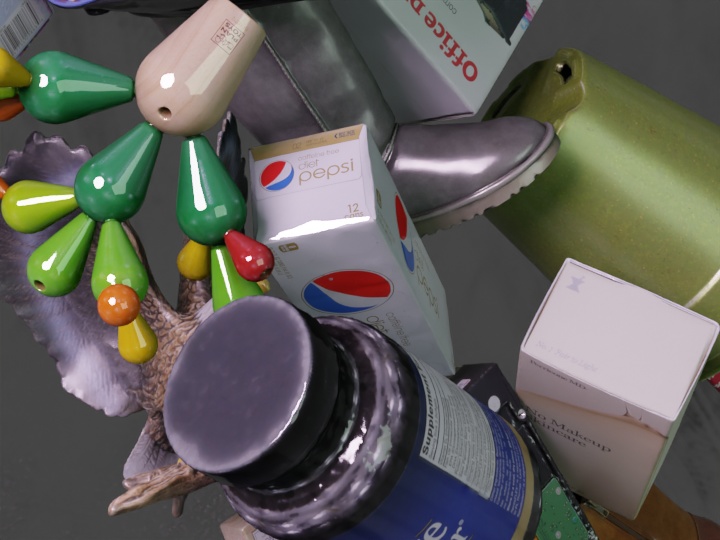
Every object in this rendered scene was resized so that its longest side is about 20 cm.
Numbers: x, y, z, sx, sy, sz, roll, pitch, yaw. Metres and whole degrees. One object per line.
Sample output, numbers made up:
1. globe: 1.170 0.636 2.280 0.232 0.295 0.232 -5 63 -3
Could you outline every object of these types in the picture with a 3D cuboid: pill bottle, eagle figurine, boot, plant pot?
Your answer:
1. pill bottle: -0.001 0.090 0.650 0.200 0.112 0.112 36 69 -46
2. eagle figurine: -0.102 0.023 0.724 0.200 0.151 0.152 64 7 15
3. boot: 0.218 0.255 0.990 0.200 0.068 0.189 36 70 -32
4. boot: -0.001 -0.113 0.772 0.182 0.073 0.200 -24 110 12
5. plant pot: 0.176 -0.051 0.897 0.190 0.200 0.200 33 71 -19

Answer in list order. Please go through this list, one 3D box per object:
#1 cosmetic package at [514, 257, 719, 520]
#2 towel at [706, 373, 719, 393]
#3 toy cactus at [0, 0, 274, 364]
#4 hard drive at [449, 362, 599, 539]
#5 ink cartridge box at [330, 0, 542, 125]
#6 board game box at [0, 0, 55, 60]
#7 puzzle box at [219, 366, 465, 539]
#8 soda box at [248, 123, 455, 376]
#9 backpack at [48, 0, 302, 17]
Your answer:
1. cosmetic package: 0.159 0.084 0.855 0.073 0.103 0.200 -59 162 -21
2. towel: 0.301 0.019 1.078 0.200 0.022 0.145 39 70 -29
3. toy cactus: -0.109 -0.059 0.616 0.200 0.102 0.165 37 90 -3
4. hard drive: 0.081 0.178 0.822 0.140 0.038 0.200 -42 108 -32
5. ink cartridge box: 0.051 -0.215 0.843 0.146 0.083 0.200 43 65 -31
6. board game box: -0.242 -0.115 0.582 0.200 0.041 0.200 -58 156 -22
7. puzzle box: 0.016 0.164 0.818 0.200 0.025 0.133 -32 109 -35
8. soda box: 0.000 0.000 0.750 0.200 0.068 0.064 60 21 -59
9. backpack: -0.089 -0.226 0.631 0.154 0.200 0.191 0 89 -65
